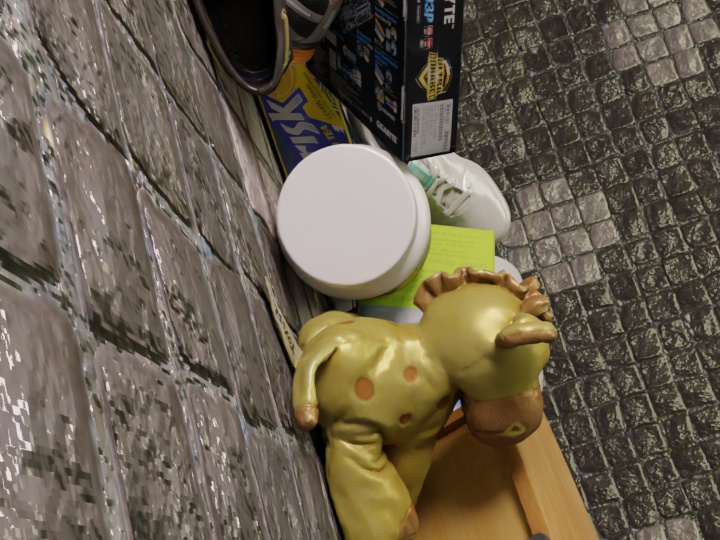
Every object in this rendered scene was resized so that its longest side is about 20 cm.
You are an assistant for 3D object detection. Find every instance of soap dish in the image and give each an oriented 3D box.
[{"bbox_3d":[0.076,0.184,0.680,0.081,0.157,0.201,51,14,-29],"label":"soap dish"}]

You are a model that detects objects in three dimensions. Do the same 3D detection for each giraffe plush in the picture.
[{"bbox_3d":[0.047,0.065,0.627,0.173,0.161,0.201,-103,174,-52],"label":"giraffe plush"}]

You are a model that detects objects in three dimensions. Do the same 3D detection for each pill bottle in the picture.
[{"bbox_3d":[-0.002,-0.034,0.752,0.200,0.113,0.115,22,51,-85],"label":"pill bottle"}]

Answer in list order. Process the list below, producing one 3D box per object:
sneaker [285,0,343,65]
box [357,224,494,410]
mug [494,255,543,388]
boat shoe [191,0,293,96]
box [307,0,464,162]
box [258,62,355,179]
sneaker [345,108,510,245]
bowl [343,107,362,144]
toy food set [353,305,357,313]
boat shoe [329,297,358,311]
[{"bbox_3d":[-0.071,-0.256,0.728,0.078,0.077,0.201,-29,89,-42],"label":"sneaker"},{"bbox_3d":[0.056,0.050,0.858,0.048,0.121,0.201,96,-1,-56],"label":"box"},{"bbox_3d":[0.123,0.112,1.119,0.201,0.146,0.176,113,-24,-43],"label":"mug"},{"bbox_3d":[-0.087,-0.215,0.646,0.061,0.071,0.203,-110,-177,-61],"label":"boat shoe"},{"bbox_3d":[0.011,-0.193,0.728,0.200,0.046,0.160,-128,-148,-52],"label":"box"},{"bbox_3d":[-0.053,-0.151,0.884,0.064,0.069,0.202,-96,168,-72],"label":"box"},{"bbox_3d":[0.058,-0.088,0.897,0.200,0.075,0.089,43,14,-8],"label":"sneaker"},{"bbox_3d":[-0.001,-0.101,1.022,0.201,0.090,0.201,44,-17,18],"label":"bowl"},{"bbox_3d":[0.034,0.108,1.128,0.198,0.048,0.202,-29,101,-89],"label":"toy food set"},{"bbox_3d":[0.000,0.000,0.987,0.200,0.067,0.072,17,55,-85],"label":"boat shoe"}]
